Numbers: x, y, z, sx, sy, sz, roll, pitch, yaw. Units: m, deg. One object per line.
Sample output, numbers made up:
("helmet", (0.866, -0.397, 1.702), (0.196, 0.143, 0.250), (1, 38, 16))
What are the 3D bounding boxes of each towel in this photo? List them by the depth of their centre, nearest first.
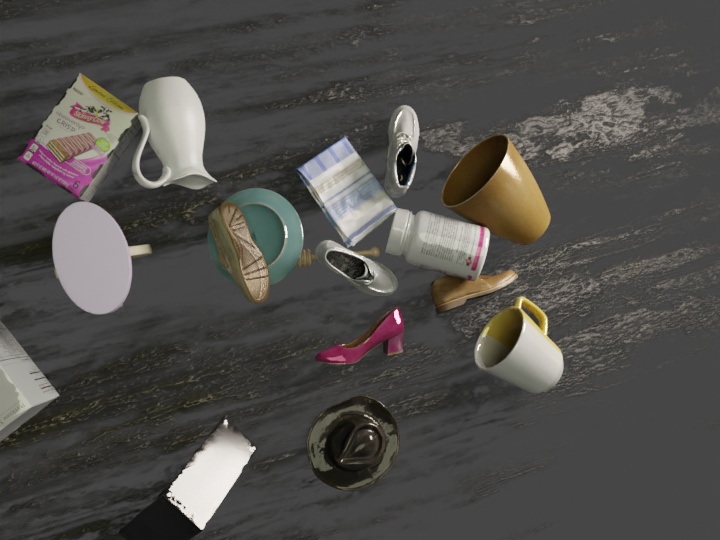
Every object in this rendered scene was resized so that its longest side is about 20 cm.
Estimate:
("towel", (-0.026, -0.166, 1.245), (0.146, 0.024, 0.201), (-36, 90, -22))

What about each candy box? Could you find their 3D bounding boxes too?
("candy box", (-0.532, -0.252, 1.145), (0.135, 0.061, 0.202), (32, 80, -7))

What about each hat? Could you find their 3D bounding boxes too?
("hat", (-0.007, 0.356, 1.199), (0.197, 0.081, 0.205), (1, 87, -11))

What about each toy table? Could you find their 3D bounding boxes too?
("toy table", (-0.489, -0.018, 1.110), (0.180, 0.117, 0.204), (-4, 86, -11))

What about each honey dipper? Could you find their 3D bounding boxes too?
("honey dipper", (-0.052, -0.030, 1.240), (0.196, 0.038, 0.039), (-5, 87, -13))

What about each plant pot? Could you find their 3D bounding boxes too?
("plant pot", (0.304, -0.149, 1.259), (0.199, 0.186, 0.188), (38, 80, -20))

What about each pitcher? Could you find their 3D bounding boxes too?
("pitcher", (-0.369, -0.257, 1.132), (0.171, 0.120, 0.204), (-16, 94, -54))

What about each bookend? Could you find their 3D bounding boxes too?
("bookend", (-0.319, 0.408, 1.116), (0.092, 0.198, 0.200), (44, 35, -5))

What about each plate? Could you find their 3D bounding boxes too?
("plate", (-0.213, -0.066, 1.193), (0.196, 0.026, 0.204), (0, 86, 2))

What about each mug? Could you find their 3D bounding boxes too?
("mug", (0.354, 0.165, 1.258), (0.152, 0.149, 0.188), (34, 87, -15))

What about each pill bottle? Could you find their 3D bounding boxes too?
("pill bottle", (0.157, -0.058, 1.233), (0.196, 0.113, 0.115), (15, 83, 2))

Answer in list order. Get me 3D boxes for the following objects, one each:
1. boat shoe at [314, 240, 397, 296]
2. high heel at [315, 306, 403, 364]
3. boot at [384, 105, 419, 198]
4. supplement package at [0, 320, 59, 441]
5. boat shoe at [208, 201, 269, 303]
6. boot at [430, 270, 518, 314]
("boat shoe", (0.000, 0.000, 1.212), (0.199, 0.068, 0.073), (35, 92, -24))
("high heel", (-0.001, 0.133, 1.218), (0.196, 0.067, 0.098), (-7, 97, -17))
("boot", (0.095, -0.259, 1.253), (0.072, 0.096, 0.204), (6, 85, -11))
("supplement package", (-0.687, 0.210, 1.040), (0.190, 0.147, 0.201), (-39, 93, -11))
("boat shoe", (-0.238, -0.028, 1.152), (0.072, 0.064, 0.203), (-22, 89, -53))
("boot", (0.244, 0.026, 1.282), (0.197, 0.074, 0.077), (-18, 80, -10))
